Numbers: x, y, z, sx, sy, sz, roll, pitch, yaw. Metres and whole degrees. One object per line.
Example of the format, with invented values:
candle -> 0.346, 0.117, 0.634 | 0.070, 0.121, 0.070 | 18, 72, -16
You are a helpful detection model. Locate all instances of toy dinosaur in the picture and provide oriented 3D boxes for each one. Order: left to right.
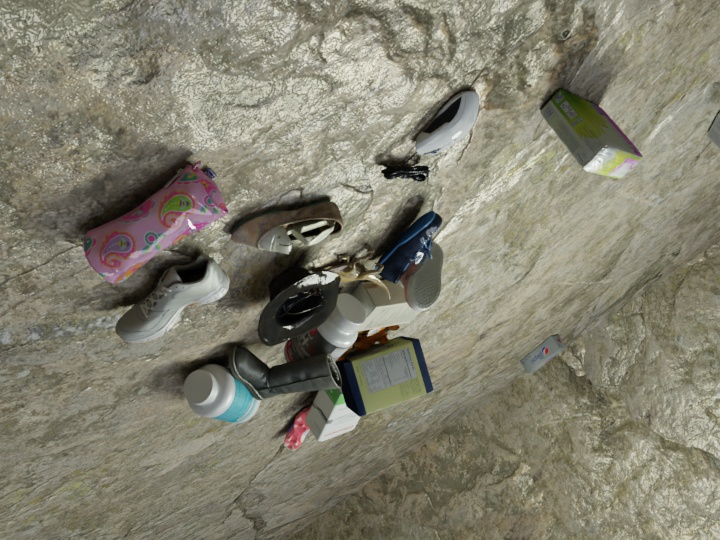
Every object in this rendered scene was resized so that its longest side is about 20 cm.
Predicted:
toy dinosaur -> 0.000, 0.000, 1.477 | 0.198, 0.059, 0.101 | 13, 140, -34

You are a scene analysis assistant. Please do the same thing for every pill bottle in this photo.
pill bottle -> -0.302, 0.265, 1.569 | 0.110, 0.112, 0.200 | -33, 157, 5
pill bottle -> -0.075, 0.142, 1.596 | 0.110, 0.111, 0.200 | -2, 143, -48

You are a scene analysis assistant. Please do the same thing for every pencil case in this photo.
pencil case -> -0.278, -0.065, 0.989 | 0.199, 0.088, 0.087 | -33, 157, 3

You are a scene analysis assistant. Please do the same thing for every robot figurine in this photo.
robot figurine -> -0.006, 0.164, 1.786 | 0.198, 0.059, 0.145 | -17, 155, -30

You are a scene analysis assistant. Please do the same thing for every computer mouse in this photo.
computer mouse -> 0.130, -0.217, 1.219 | 0.109, 0.044, 0.200 | 2, 140, -50

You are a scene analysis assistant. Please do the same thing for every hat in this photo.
hat -> -0.132, 0.051, 1.393 | 0.199, 0.081, 0.202 | -30, 152, -18

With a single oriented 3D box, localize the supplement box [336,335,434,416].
supplement box -> 0.053, 0.262, 1.838 | 0.197, 0.136, 0.200 | -17, -179, -11

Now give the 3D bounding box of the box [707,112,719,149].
box -> 1.019, -0.384, 1.865 | 0.198, 0.113, 0.102 | -29, 155, -5

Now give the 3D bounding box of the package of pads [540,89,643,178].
package of pads -> 0.443, -0.253, 1.382 | 0.199, 0.156, 0.068 | 0, 143, -49

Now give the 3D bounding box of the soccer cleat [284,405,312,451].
soccer cleat -> -0.172, 0.465, 2.198 | 0.201, 0.066, 0.077 | -58, -177, 32

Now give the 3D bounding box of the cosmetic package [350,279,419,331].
cosmetic package -> 0.060, 0.076, 1.676 | 0.198, 0.072, 0.105 | -4, 146, -47

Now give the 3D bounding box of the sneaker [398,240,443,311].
sneaker -> 0.117, 0.030, 1.556 | 0.104, 0.075, 0.201 | -38, -159, 39

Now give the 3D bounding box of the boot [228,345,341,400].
boot -> -0.158, 0.209, 1.543 | 0.197, 0.073, 0.182 | -9, 139, 23

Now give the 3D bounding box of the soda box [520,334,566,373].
soda box -> 0.779, 0.358, 3.099 | 0.063, 0.069, 0.200 | -4, 144, -46

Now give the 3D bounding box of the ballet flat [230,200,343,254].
ballet flat -> -0.113, -0.066, 1.196 | 0.198, 0.068, 0.068 | -19, 154, -25

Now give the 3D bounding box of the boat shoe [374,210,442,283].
boat shoe -> 0.109, -0.046, 1.480 | 0.200, 0.068, 0.085 | -43, -169, 46

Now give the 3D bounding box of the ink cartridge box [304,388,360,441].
ink cartridge box -> -0.057, 0.376, 2.066 | 0.145, 0.084, 0.201 | -8, 135, -42

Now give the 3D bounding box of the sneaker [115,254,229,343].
sneaker -> -0.313, 0.037, 1.171 | 0.199, 0.076, 0.092 | -34, 150, -13
